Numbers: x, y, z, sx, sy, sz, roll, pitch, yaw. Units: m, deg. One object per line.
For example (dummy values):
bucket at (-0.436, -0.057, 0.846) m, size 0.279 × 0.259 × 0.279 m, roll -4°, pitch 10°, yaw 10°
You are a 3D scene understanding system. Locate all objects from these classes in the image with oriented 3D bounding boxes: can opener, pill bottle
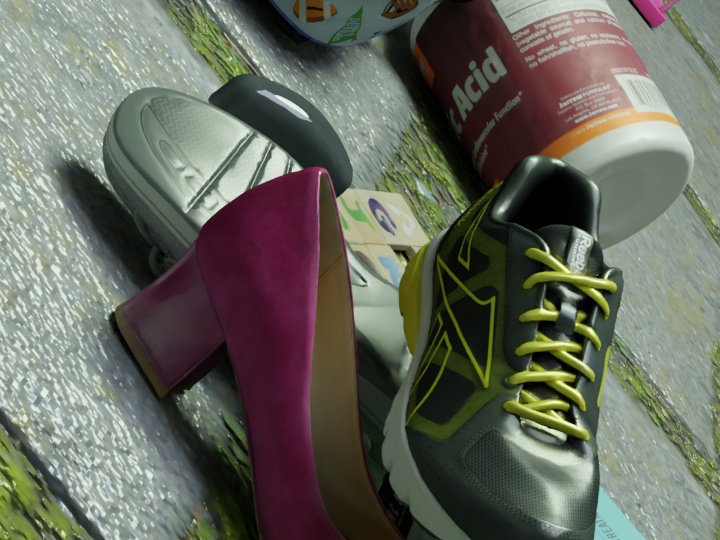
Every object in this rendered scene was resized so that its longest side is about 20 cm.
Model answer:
can opener at (0.000, 0.000, 1.215) m, size 0.200 × 0.067 × 0.053 m, roll 44°, pitch 20°, yaw -20°
pill bottle at (0.098, -0.115, 1.633) m, size 0.114 × 0.114 × 0.201 m, roll 25°, pitch 32°, yaw -58°

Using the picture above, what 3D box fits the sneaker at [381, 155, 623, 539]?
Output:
sneaker at (0.055, 0.029, 1.022) m, size 0.074 × 0.085 × 0.200 m, roll 21°, pitch 32°, yaw -20°

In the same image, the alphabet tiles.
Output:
alphabet tiles at (0.041, 0.043, 1.351) m, size 0.201 × 0.008 × 0.167 m, roll 57°, pitch 16°, yaw 12°

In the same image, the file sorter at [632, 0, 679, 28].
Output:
file sorter at (0.238, -0.341, 2.449) m, size 0.200 × 0.125 × 0.139 m, roll 48°, pitch 18°, yaw -18°

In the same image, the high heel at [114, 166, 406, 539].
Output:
high heel at (0.001, 0.064, 1.041) m, size 0.200 × 0.096 × 0.067 m, roll 56°, pitch 16°, yaw 8°

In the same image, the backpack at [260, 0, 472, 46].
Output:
backpack at (0.001, -0.213, 1.489) m, size 0.200 × 0.154 × 0.191 m, roll 49°, pitch 40°, yaw -7°

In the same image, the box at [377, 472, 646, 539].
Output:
box at (0.079, 0.137, 1.045) m, size 0.049 × 0.083 × 0.200 m, roll -10°, pitch 45°, yaw -36°

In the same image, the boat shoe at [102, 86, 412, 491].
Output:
boat shoe at (-0.033, 0.012, 1.132) m, size 0.202 × 0.065 × 0.075 m, roll 43°, pitch 38°, yaw -17°
